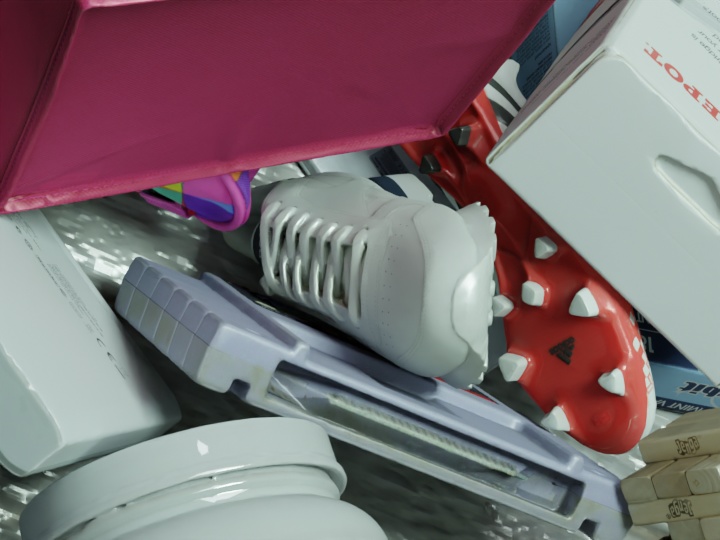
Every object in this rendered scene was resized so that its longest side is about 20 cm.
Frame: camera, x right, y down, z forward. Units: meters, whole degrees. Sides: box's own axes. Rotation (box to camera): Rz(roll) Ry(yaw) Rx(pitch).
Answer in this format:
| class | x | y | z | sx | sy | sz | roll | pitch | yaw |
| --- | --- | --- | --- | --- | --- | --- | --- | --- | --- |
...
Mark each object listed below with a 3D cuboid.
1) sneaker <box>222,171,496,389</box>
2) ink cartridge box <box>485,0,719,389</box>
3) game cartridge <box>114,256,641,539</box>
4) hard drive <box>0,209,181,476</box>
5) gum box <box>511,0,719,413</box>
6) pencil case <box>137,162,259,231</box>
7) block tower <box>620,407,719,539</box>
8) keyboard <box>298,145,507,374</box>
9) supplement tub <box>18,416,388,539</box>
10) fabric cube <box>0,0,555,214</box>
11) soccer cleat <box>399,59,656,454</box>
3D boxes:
| class | x | y | z | sx | sy | sz | roll | pitch | yaw |
| --- | --- | --- | --- | --- | --- | --- | --- | --- | --- |
| sneaker | 0.000 | 0.000 | 1.049 | 0.080 | 0.200 | 0.077 | 8 | 95 | -17 |
| ink cartridge box | 0.156 | -0.061 | 1.138 | 0.144 | 0.084 | 0.200 | 44 | 31 | -4 |
| game cartridge | 0.005 | 0.050 | 1.051 | 0.199 | 0.130 | 0.039 | 23 | 98 | -24 |
| hard drive | -0.131 | 0.012 | 0.964 | 0.132 | 0.026 | 0.200 | 54 | 6 | 5 |
| gum box | 0.160 | -0.028 | 1.241 | 0.169 | 0.045 | 0.201 | 12 | 59 | -26 |
| pencil case | -0.040 | -0.111 | 1.096 | 0.088 | 0.088 | 0.200 | 37 | 61 | -9 |
| block tower | 0.164 | 0.157 | 1.032 | 0.054 | 0.058 | 0.201 | -23 | 97 | -42 |
| keyboard | 0.009 | -0.041 | 1.173 | 0.056 | 0.011 | 0.200 | -31 | 83 | -32 |
| supplement tub | -0.042 | 0.169 | 0.939 | 0.145 | 0.145 | 0.201 | -4 | 66 | -33 |
| fabric cube | -0.055 | -0.159 | 0.953 | 0.199 | 0.196 | 0.201 | -10 | 75 | -21 |
| soccer cleat | 0.083 | -0.013 | 1.138 | 0.085 | 0.069 | 0.201 | -11 | 65 | -49 |
